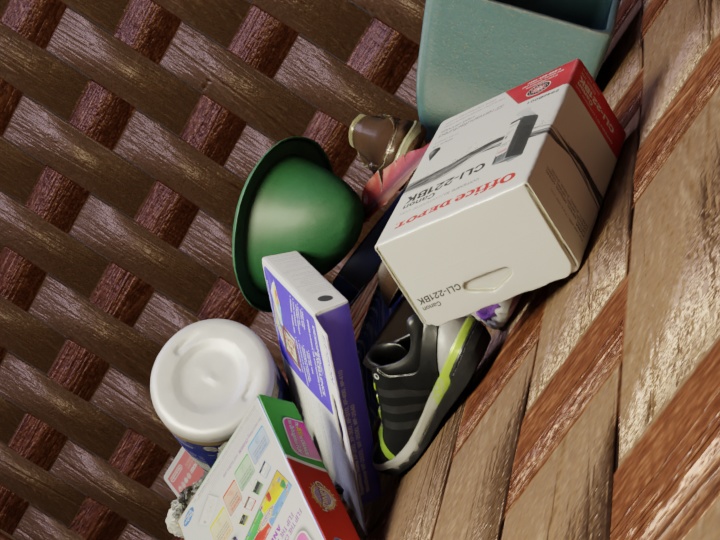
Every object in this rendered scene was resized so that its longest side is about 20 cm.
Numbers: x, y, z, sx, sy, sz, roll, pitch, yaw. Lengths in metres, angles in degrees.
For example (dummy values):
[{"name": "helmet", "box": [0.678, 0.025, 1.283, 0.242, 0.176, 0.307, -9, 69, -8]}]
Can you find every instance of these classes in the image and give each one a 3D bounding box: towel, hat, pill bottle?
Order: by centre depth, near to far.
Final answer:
[{"name": "hat", "box": [-0.006, -0.035, 1.436, 0.165, 0.175, 0.202, -36, -47, -46]}, {"name": "pill bottle", "box": [-0.123, 0.139, 1.482, 0.120, 0.119, 0.200, -58, -21, -17]}, {"name": "towel", "box": [0.013, 0.106, 1.591, 0.146, 0.024, 0.201, 83, -158, -51]}]

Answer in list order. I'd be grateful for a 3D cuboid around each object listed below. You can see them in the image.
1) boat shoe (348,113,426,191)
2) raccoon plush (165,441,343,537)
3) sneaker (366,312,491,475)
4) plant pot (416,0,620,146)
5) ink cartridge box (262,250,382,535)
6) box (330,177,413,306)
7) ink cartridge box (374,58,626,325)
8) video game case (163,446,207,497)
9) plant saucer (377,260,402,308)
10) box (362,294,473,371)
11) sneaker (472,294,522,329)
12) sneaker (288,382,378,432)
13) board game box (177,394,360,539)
[{"name": "boat shoe", "box": [0.021, -0.128, 1.578, 0.202, 0.074, 0.075, -112, 45, -87]}, {"name": "raccoon plush", "box": [-0.088, 0.236, 1.391, 0.200, 0.096, 0.135, -48, 48, 37]}, {"name": "sneaker", "box": [0.041, 0.091, 1.286, 0.201, 0.082, 0.072, -61, -1, 41]}, {"name": "plant pot", "box": [0.160, -0.214, 1.646, 0.197, 0.194, 0.202, -63, -13, -62]}, {"name": "ink cartridge box", "box": [-0.027, 0.104, 1.366, 0.200, 0.043, 0.200, -133, 30, -63]}, {"name": "box", "box": [0.000, 0.000, 1.520, 0.200, 0.032, 0.121, -54, 0, -38]}, {"name": "ink cartridge box", "box": [0.113, -0.063, 1.195, 0.143, 0.084, 0.201, -23, 24, 33]}, {"name": "video game case", "box": [-0.124, 0.246, 1.641, 0.017, 0.200, 0.144, -5, -44, -51]}, {"name": "plant saucer", "box": [0.071, -0.055, 1.445, 0.201, 0.032, 0.200, -56, -6, -8]}, {"name": "box", "box": [0.085, 0.021, 1.485, 0.201, 0.068, 0.082, -57, 0, 21]}, {"name": "sneaker", "box": [0.099, -0.004, 1.313, 0.081, 0.088, 0.200, -57, 3, -5]}, {"name": "sneaker", "box": [-0.020, 0.172, 1.675, 0.075, 0.105, 0.201, -42, 22, 12]}, {"name": "board game box", "box": [-0.075, 0.226, 1.253, 0.154, 0.040, 0.201, -57, 38, 23]}]
